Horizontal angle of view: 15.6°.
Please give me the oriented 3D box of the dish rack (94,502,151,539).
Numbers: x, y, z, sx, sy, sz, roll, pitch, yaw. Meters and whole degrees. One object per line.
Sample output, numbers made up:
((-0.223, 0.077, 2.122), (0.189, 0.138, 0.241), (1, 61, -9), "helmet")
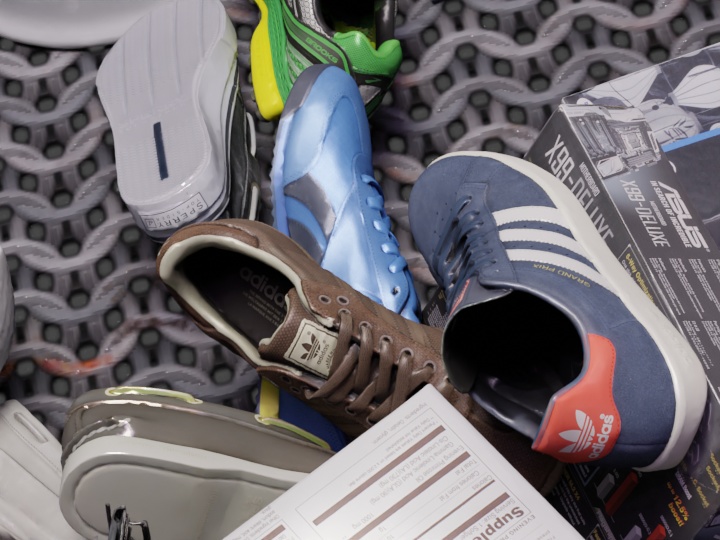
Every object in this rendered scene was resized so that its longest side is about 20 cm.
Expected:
((-0.113, 0.192, 1.055), (0.054, 0.200, 0.154), (2, 56, 1), "dish rack")

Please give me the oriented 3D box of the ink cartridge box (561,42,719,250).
((0.207, -0.071, 1.276), (0.199, 0.039, 0.100), (-20, 55, -5), "ink cartridge box")

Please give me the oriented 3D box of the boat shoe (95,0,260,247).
((-0.087, -0.062, 1.298), (0.072, 0.071, 0.200), (-18, 35, 12), "boat shoe")

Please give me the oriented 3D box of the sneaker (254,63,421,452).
((0.000, 0.000, 1.218), (0.078, 0.066, 0.201), (-5, 73, 24), "sneaker")

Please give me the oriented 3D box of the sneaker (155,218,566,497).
((-0.006, 0.043, 1.127), (0.199, 0.075, 0.071), (30, 102, 22), "sneaker")

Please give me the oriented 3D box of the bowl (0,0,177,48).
((-0.150, -0.223, 1.400), (0.200, 0.091, 0.202), (-4, 57, 7), "bowl")

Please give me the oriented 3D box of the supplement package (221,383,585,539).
((0.012, 0.173, 1.045), (0.155, 0.200, 0.111), (-36, 60, -16), "supplement package")

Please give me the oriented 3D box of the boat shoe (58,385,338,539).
((-0.035, 0.099, 1.149), (0.201, 0.072, 0.060), (17, 32, -19), "boat shoe")

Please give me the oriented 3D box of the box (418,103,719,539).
((0.105, 0.053, 1.137), (0.050, 0.158, 0.201), (1, 48, -33), "box")

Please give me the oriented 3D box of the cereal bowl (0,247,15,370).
((-0.251, 0.052, 1.202), (0.199, 0.084, 0.200), (-12, 12, 3), "cereal bowl")

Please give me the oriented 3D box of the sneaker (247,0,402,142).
((-0.015, -0.156, 1.327), (0.078, 0.085, 0.201), (10, 52, -36), "sneaker")

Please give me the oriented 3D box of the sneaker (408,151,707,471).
((0.058, 0.011, 1.087), (0.084, 0.075, 0.200), (0, 29, -32), "sneaker")

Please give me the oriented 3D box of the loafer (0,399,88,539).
((-0.107, 0.122, 1.176), (0.200, 0.070, 0.070), (32, 64, 21), "loafer")
